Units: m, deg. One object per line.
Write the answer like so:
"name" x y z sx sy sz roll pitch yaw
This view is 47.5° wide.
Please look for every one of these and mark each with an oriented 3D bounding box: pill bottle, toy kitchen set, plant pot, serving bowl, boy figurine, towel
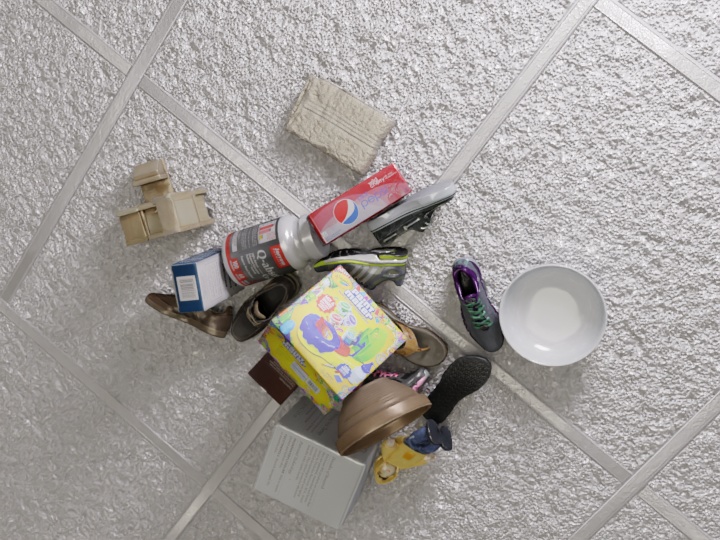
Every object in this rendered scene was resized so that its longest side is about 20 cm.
"pill bottle" -0.172 -0.047 1.674 0.200 0.116 0.116 -17 96 19
"toy kitchen set" -0.443 -0.145 1.698 0.200 0.180 0.163 -14 96 14
"plant pot" 0.030 0.270 1.582 0.201 0.201 0.093 -36 71 20
"serving bowl" 0.369 0.080 1.571 0.200 0.066 0.200 3 102 15
"boy figurine" 0.092 0.378 1.699 0.124 0.064 0.200 33 125 -31
"towel" -0.043 -0.290 1.630 0.200 0.034 0.133 33 110 6

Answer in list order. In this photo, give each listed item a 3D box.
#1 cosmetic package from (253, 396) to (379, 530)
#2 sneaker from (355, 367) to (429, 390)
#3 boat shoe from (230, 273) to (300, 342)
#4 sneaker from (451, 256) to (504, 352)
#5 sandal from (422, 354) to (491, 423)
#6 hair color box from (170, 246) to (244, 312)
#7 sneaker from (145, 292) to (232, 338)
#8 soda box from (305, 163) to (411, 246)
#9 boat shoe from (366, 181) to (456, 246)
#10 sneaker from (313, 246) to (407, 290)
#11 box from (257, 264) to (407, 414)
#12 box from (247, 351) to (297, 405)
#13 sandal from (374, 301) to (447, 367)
"cosmetic package" -0.084 0.399 1.716 0.200 0.167 0.167 23 106 10
"sneaker" 0.046 0.238 1.701 0.200 0.079 0.096 -29 81 18
"boat shoe" -0.213 0.079 1.735 0.074 0.073 0.200 44 109 4
"sneaker" 0.221 0.075 1.601 0.074 0.088 0.200 -21 95 19
"sandal" 0.193 0.233 1.670 0.075 0.048 0.200 42 122 3
"hair color box" -0.311 0.015 1.683 0.060 0.200 0.100 -5 100 17
"sneaker" -0.371 0.079 1.796 0.200 0.070 0.076 23 88 7
"soda box" -0.004 -0.127 1.591 0.200 0.063 0.070 -33 91 -9
"boat shoe" 0.109 -0.110 1.612 0.200 0.072 0.071 -25 103 29
"sneaker" 0.000 0.000 1.660 0.200 0.074 0.081 -1 105 18
"box" -0.055 0.135 1.603 0.200 0.193 0.122 47 150 5
"box" -0.134 0.178 1.735 0.100 0.075 0.200 44 108 3
"sandal" 0.082 0.134 1.671 0.200 0.055 0.082 36 109 7
